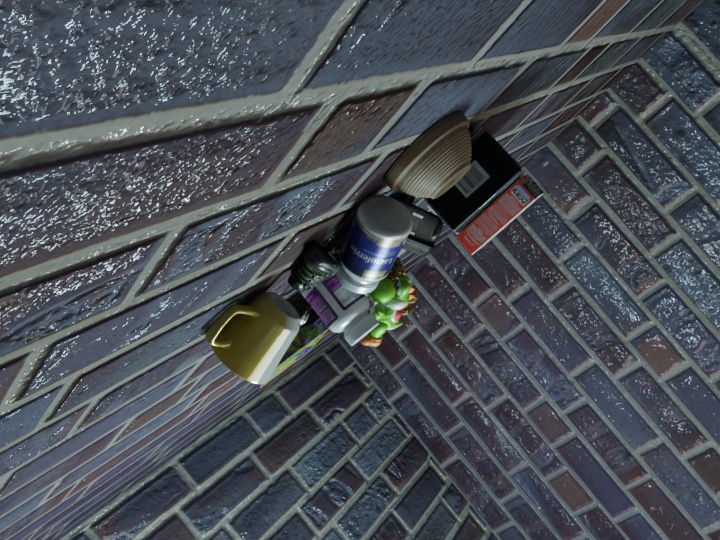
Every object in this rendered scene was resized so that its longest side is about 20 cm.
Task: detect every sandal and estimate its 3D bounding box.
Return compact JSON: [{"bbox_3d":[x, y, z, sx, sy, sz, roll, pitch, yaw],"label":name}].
[{"bbox_3d":[-0.166,0.113,1.667,0.200,0.076,0.048,-28,-177,5],"label":"sandal"}]

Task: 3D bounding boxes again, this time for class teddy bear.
[{"bbox_3d":[0.086,0.033,1.765,0.067,0.201,0.145,-33,-145,-13],"label":"teddy bear"}]

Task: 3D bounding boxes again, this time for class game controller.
[{"bbox_3d":[0.112,-0.100,1.645,0.199,0.042,0.105,18,95,-42],"label":"game controller"}]

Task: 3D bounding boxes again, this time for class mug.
[{"bbox_3d":[-0.206,0.130,1.434,0.153,0.149,0.187,-49,179,10],"label":"mug"}]

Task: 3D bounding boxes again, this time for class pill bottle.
[{"bbox_3d":[0.023,-0.049,1.461,0.116,0.116,0.200,-34,159,-40],"label":"pill bottle"},{"bbox_3d":[-0.051,0.068,1.604,0.112,0.200,0.112,-38,173,-5],"label":"pill bottle"}]

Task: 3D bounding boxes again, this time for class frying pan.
[{"bbox_3d":[-0.046,-0.058,1.570,0.115,0.031,0.190,-34,169,-33],"label":"frying pan"}]

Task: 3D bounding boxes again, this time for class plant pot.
[{"bbox_3d":[0.151,-0.207,1.382,0.201,0.093,0.201,-40,173,-6],"label":"plant pot"}]

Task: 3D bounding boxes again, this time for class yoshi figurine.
[{"bbox_3d":[0.045,0.083,1.679,0.112,0.112,0.200,-21,149,-47],"label":"yoshi figurine"}]

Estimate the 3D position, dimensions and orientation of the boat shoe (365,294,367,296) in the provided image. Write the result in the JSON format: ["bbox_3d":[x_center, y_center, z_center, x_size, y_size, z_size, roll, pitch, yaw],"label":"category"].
[{"bbox_3d":[0.000,0.000,1.664,0.075,0.062,0.201,-63,168,-72],"label":"boat shoe"}]

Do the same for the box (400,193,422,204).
[{"bbox_3d":[0.165,-0.215,1.668,0.144,0.036,0.200,-38,172,-15],"label":"box"}]

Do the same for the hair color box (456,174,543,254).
[{"bbox_3d":[0.326,-0.131,1.657,0.200,0.064,0.111,-42,174,27],"label":"hair color box"}]

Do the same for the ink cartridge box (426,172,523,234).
[{"bbox_3d":[0.295,-0.209,1.820,0.200,0.147,0.145,-44,-171,30],"label":"ink cartridge box"}]

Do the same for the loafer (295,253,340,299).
[{"bbox_3d":[-0.096,0.032,1.703,0.200,0.076,0.067,-53,166,0],"label":"loafer"}]

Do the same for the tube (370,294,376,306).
[{"bbox_3d":[0.042,0.016,1.879,0.058,0.201,0.052,20,148,-34],"label":"tube"}]

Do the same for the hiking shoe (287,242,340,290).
[{"bbox_3d":[-0.100,0.005,1.457,0.101,0.076,0.200,-43,175,-6],"label":"hiking shoe"}]

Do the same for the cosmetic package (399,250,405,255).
[{"bbox_3d":[0.079,-0.090,1.782,0.103,0.087,0.200,-41,173,-3],"label":"cosmetic package"}]

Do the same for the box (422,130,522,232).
[{"bbox_3d":[0.252,-0.193,1.603,0.200,0.124,0.197,-42,173,9],"label":"box"}]

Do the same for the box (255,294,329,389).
[{"bbox_3d":[-0.209,0.183,1.849,0.192,0.122,0.200,-35,172,-29],"label":"box"}]
